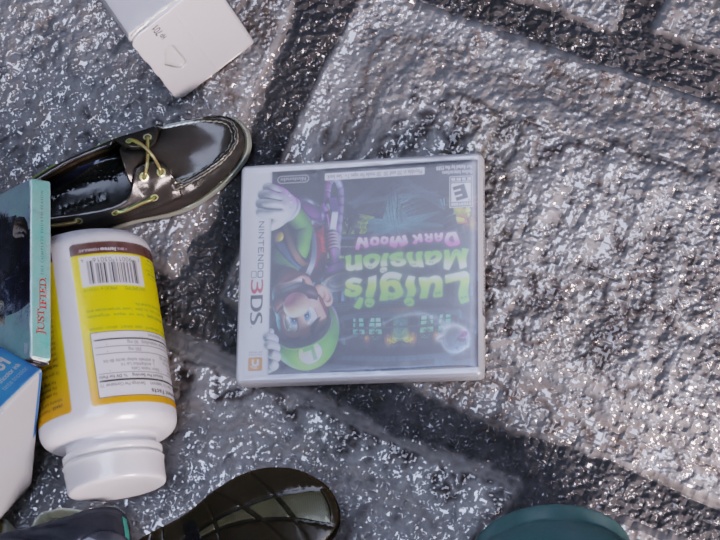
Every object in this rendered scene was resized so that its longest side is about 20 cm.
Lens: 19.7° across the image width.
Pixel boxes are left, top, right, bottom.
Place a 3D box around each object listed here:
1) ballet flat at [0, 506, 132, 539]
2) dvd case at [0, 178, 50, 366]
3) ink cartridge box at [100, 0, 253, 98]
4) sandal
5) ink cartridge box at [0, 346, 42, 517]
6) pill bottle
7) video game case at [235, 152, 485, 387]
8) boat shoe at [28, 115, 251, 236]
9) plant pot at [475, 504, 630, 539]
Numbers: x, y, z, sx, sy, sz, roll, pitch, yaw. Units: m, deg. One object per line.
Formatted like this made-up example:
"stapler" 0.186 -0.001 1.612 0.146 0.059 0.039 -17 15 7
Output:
"ballet flat" -0.266 0.224 1.634 0.200 0.073 0.073 -14 73 21
"dvd case" -0.305 0.022 1.655 0.200 0.022 0.146 -20 67 50
"ink cartridge box" -0.189 -0.258 1.696 0.086 0.146 0.200 -38 71 -1
"sandal" -0.100 0.215 1.606 0.200 0.055 0.082 -31 64 19
"ink cartridge box" -0.354 0.100 1.602 0.200 0.145 0.085 27 45 13
"pill bottle" -0.206 0.075 1.633 0.109 0.109 0.200 -13 73 10
"video game case" 0.000 0.000 1.650 0.200 0.023 0.182 -3 75 12
"boat shoe" -0.186 -0.076 1.693 0.201 0.061 0.072 -24 72 6
"plant pot" 0.140 0.253 1.477 0.200 0.200 0.134 -9 47 11
